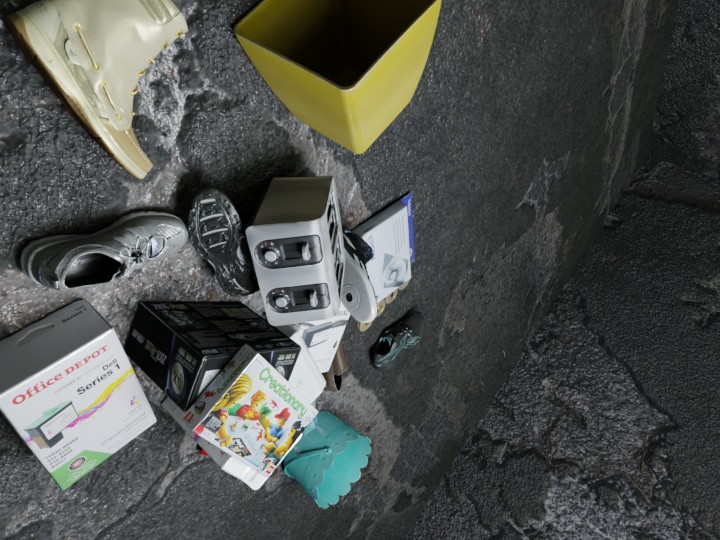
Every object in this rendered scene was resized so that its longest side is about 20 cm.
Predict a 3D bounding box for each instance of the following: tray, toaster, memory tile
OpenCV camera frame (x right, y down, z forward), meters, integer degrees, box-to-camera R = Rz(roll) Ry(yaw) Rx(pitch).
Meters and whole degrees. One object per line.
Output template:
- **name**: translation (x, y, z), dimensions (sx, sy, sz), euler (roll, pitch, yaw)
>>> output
- **tray**: translation (-0.121, 0.208, 0.980), dimensions (0.107, 0.022, 0.201), euler (-43, 143, -20)
- **toaster**: translation (-0.095, -0.039, 0.821), dimensions (0.201, 0.117, 0.182), euler (-85, 171, -56)
- **memory tile**: translation (0.049, 0.046, 1.257), dimensions (0.200, 0.017, 0.154), euler (-47, 146, -21)

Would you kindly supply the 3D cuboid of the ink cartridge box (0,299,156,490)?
- **ink cartridge box**: translation (-0.374, 0.162, 0.678), dimensions (0.144, 0.084, 0.201), euler (-36, 141, -34)

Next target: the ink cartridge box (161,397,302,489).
- **ink cartridge box**: translation (-0.207, 0.253, 0.881), dimensions (0.129, 0.199, 0.126), euler (-49, 147, -17)

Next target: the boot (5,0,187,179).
- **boot**: translation (-0.248, -0.214, 0.568), dimensions (0.155, 0.073, 0.201), euler (-45, 140, -19)

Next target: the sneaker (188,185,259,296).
- **sneaker**: translation (-0.202, -0.047, 0.770), dimensions (0.073, 0.080, 0.201), euler (-12, 140, -4)

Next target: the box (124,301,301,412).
- **box**: translation (-0.219, 0.121, 0.792), dimensions (0.199, 0.163, 0.087), euler (5, 111, -57)

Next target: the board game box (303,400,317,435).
- **board game box**: translation (-0.147, 0.284, 1.067), dimensions (0.200, 0.028, 0.137), euler (-4, 92, -67)

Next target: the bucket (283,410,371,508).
- **bucket**: translation (-0.084, 0.460, 1.287), dimensions (0.207, 0.134, 0.209), euler (-34, 139, -36)

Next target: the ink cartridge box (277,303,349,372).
- **ink cartridge box**: translation (-0.100, 0.101, 1.021), dimensions (0.144, 0.084, 0.201), euler (1, 114, -54)

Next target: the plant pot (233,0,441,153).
- **plant pot**: translation (-0.021, -0.291, 0.735), dimensions (0.200, 0.199, 0.177), euler (-50, 159, -16)

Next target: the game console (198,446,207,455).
- **game console**: translation (-0.219, 0.297, 1.074), dimensions (0.171, 0.119, 0.200), euler (-30, 149, 11)

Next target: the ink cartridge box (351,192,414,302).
- **ink cartridge box**: translation (0.069, -0.045, 1.168), dimensions (0.200, 0.040, 0.201), euler (-37, 136, -32)

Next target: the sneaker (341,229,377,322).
- **sneaker**: translation (0.000, 0.000, 0.982), dimensions (0.111, 0.201, 0.073), euler (-7, 151, -51)

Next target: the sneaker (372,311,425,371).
- **sneaker**: translation (0.104, 0.181, 1.390), dimensions (0.200, 0.075, 0.080), euler (-48, 144, -20)

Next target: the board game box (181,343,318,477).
- **board game box**: translation (-0.150, 0.208, 0.752), dimensions (0.126, 0.034, 0.200), euler (-51, 140, -17)

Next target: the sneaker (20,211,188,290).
- **sneaker**: translation (-0.298, -0.015, 0.647), dimensions (0.199, 0.082, 0.075), euler (-27, 136, -42)

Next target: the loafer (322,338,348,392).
- **loafer**: translation (-0.055, 0.192, 1.161), dimensions (0.073, 0.070, 0.201), euler (-51, 157, -50)
